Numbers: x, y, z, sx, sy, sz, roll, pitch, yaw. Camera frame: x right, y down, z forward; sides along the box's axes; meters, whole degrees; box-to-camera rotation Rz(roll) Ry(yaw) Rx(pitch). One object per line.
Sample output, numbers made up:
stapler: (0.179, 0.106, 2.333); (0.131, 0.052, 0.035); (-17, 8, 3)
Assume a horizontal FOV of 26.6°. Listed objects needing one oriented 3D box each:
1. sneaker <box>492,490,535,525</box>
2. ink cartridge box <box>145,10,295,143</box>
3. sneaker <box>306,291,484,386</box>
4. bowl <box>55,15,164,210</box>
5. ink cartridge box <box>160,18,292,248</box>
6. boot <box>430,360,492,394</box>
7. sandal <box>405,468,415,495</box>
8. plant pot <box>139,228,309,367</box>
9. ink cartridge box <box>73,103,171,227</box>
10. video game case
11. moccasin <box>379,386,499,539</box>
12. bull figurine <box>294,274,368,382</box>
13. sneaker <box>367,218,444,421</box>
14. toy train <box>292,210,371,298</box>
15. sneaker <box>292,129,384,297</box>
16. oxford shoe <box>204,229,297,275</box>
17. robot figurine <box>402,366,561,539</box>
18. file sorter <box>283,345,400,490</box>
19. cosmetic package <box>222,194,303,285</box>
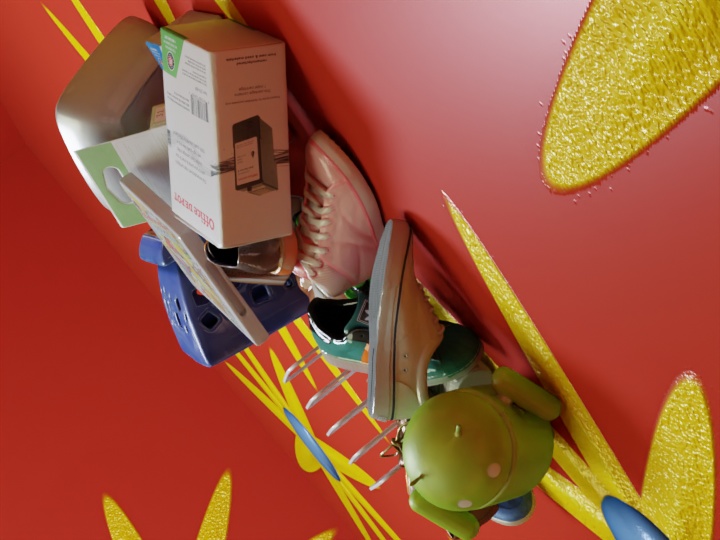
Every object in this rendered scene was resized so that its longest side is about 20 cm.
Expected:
sneaker: (0.124, 0.204, 1.756); (0.200, 0.076, 0.111); (54, 179, 23)
ink cartridge box: (-0.145, -0.183, 1.686); (0.201, 0.067, 0.116); (58, 167, -24)
sneaker: (0.029, 0.067, 1.585); (0.199, 0.072, 0.080); (3, 144, 32)
bowl: (-0.271, -0.189, 1.900); (0.074, 0.200, 0.201); (12, 144, 30)
ink cartridge box: (-0.137, -0.141, 1.547); (0.146, 0.083, 0.202); (34, 130, 56)
boot: (0.122, 0.155, 1.677); (0.096, 0.073, 0.201); (47, 160, 50)
sandal: (0.041, 0.148, 1.703); (0.079, 0.059, 0.209); (65, -155, -76)
plant pot: (-0.178, -0.003, 2.040); (0.181, 0.199, 0.200); (62, 166, -12)
ink cartridge box: (-0.224, -0.133, 1.843); (0.146, 0.198, 0.048); (64, -160, -45)
video game case: (-0.197, -0.015, 1.795); (0.200, 0.023, 0.183); (38, 164, 54)
moccasin: (0.068, 0.192, 1.630); (0.202, 0.077, 0.074); (62, 161, -6)
bull figurine: (-0.016, 0.047, 1.871); (0.200, 0.065, 0.122); (49, 164, 13)
sneaker: (0.047, 0.050, 1.521); (0.073, 0.070, 0.202); (-152, 65, -79)
toy train: (0.000, 0.000, 1.693); (0.200, 0.056, 0.042); (49, 157, 18)
sneaker: (-0.037, -0.047, 1.584); (0.075, 0.104, 0.201); (45, 166, 41)
oxford shoe: (-0.139, -0.041, 1.639); (0.200, 0.072, 0.072); (20, 110, 60)
robot figurine: (0.115, 0.172, 1.491); (0.116, 0.176, 0.200); (42, -161, 23)
file sorter: (0.007, 0.176, 2.007); (0.200, 0.124, 0.139); (51, 168, 5)
cosmetic package: (-0.128, -0.037, 1.837); (0.200, 0.102, 0.088); (128, 148, -81)
